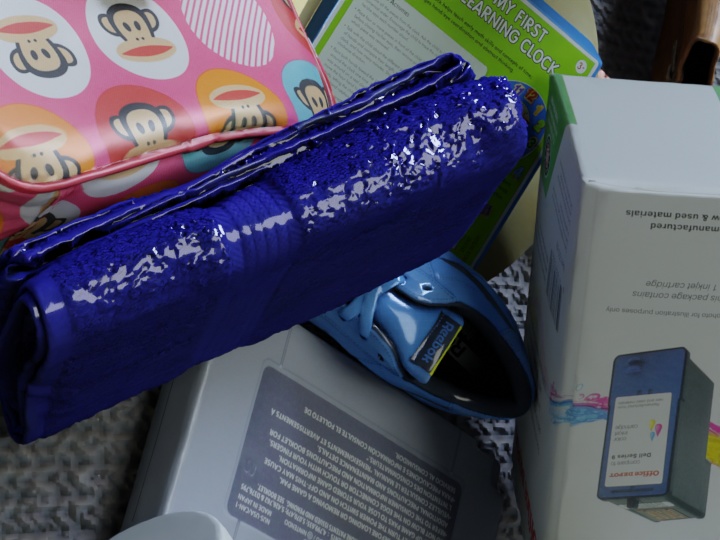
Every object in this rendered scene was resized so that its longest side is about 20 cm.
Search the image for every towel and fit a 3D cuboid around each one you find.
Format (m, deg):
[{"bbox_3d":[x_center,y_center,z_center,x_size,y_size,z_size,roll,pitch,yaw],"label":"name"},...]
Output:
[{"bbox_3d":[-0.044,-0.009,0.786,0.200,0.148,0.050,-24,78,-20],"label":"towel"}]

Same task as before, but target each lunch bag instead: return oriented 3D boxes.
[{"bbox_3d":[-0.116,-0.098,0.786,0.200,0.082,0.177,-13,72,-48],"label":"lunch bag"}]

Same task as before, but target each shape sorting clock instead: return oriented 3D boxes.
[{"bbox_3d":[0.025,-0.082,0.957,0.199,0.039,0.201,-9,108,-28],"label":"shape sorting clock"}]

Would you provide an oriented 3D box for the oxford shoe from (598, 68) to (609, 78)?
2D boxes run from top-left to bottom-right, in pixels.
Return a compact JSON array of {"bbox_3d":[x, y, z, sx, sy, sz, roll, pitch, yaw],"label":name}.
[{"bbox_3d":[0.082,-0.080,1.045,0.074,0.071,0.200,-44,116,-17],"label":"oxford shoe"}]

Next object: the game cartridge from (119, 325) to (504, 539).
[{"bbox_3d":[-0.017,0.106,0.917,0.200,0.041,0.133,35,56,-39],"label":"game cartridge"}]

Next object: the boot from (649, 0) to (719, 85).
[{"bbox_3d":[0.189,-0.202,1.115,0.068,0.188,0.200,19,65,-4],"label":"boot"}]

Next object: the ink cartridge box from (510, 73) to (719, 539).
[{"bbox_3d":[0.119,0.031,0.936,0.145,0.087,0.201,-92,-173,-67],"label":"ink cartridge box"}]

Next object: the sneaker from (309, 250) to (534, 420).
[{"bbox_3d":[0.000,0.000,0.900,0.200,0.078,0.066,37,94,-29],"label":"sneaker"}]

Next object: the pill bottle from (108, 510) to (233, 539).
[{"bbox_3d":[-0.042,0.196,0.818,0.113,0.113,0.200,-48,118,-40],"label":"pill bottle"}]
